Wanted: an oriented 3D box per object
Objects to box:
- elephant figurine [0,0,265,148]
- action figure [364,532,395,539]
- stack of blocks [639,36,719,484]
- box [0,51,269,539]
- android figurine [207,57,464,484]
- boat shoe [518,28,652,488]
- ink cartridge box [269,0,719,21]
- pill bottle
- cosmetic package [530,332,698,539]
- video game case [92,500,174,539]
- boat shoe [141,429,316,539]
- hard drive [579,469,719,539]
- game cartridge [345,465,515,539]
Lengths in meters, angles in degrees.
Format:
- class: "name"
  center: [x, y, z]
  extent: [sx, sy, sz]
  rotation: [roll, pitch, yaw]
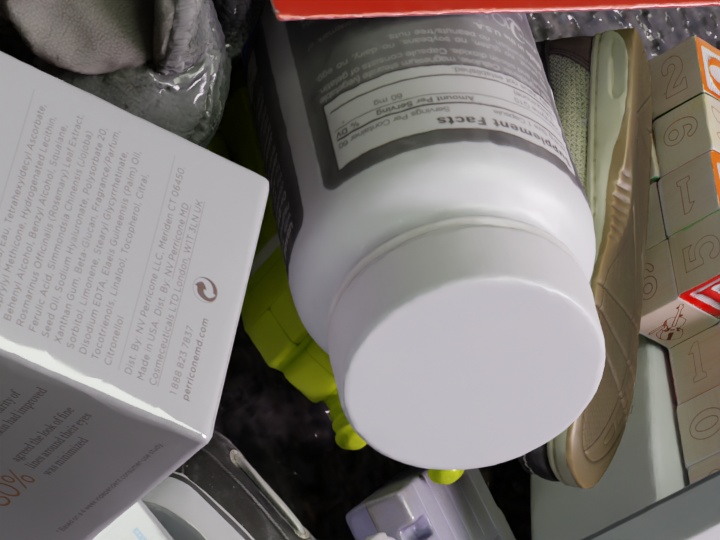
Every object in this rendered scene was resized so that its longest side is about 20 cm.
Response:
- class: "elephant figurine"
  center: [-0.096, -0.096, 1.098]
  extent: [0.200, 0.155, 0.142]
  rotation: [37, 53, 1]
- class: "action figure"
  center: [0.006, 0.152, 1.041]
  extent: [0.200, 0.102, 0.119]
  rotation: [-2, 75, -23]
- class: "stack of blocks"
  center: [0.164, 0.017, 1.238]
  extent: [0.115, 0.059, 0.200]
  rotation: [25, 48, -41]
- class: "box"
  center: [-0.157, 0.003, 0.990]
  extent: [0.200, 0.152, 0.107]
  rotation: [26, 54, -19]
- class: "android figurine"
  center: [0.000, 0.000, 1.193]
  extent: [0.182, 0.041, 0.200]
  rotation: [22, 37, -35]
- class: "boat shoe"
  center: [0.076, -0.006, 1.181]
  extent: [0.072, 0.066, 0.201]
  rotation: [61, 33, -56]
- class: "ink cartridge box"
  center: [0.034, -0.175, 1.132]
  extent: [0.200, 0.044, 0.174]
  rotation: [-4, 53, -26]
- class: "pill bottle"
  center: [0.023, -0.030, 1.105]
  extent: [0.114, 0.114, 0.200]
  rotation: [25, 34, -32]
- class: "cosmetic package"
  center: [0.127, 0.067, 1.270]
  extent: [0.102, 0.074, 0.200]
  rotation: [34, 43, -33]
- class: "video game case"
  center: [-0.069, 0.202, 1.067]
  extent: [0.143, 0.018, 0.200]
  rotation: [-44, 103, -25]
- class: "boat shoe"
  center: [-0.015, 0.145, 1.132]
  extent: [0.200, 0.071, 0.064]
  rotation: [54, 43, -11]
- class: "hard drive"
  center: [0.156, 0.158, 1.199]
  extent: [0.200, 0.132, 0.027]
  rotation: [50, 17, -41]
- class: "game cartridge"
  center: [0.061, 0.170, 1.178]
  extent: [0.200, 0.038, 0.130]
  rotation: [64, 11, 1]
